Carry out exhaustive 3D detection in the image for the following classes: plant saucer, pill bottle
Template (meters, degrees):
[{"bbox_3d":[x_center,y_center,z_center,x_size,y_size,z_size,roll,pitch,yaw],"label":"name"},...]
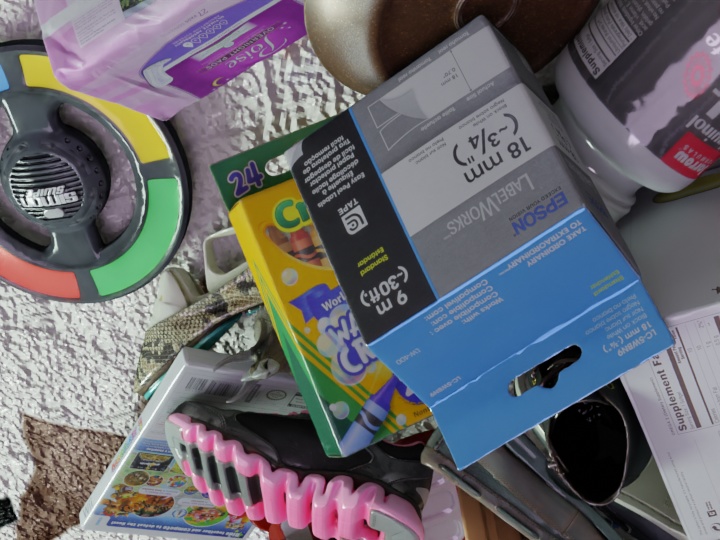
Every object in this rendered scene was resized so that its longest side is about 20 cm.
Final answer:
[{"bbox_3d":[0.067,-0.160,0.775,0.198,0.037,0.202,-16,144,-12],"label":"plant saucer"},{"bbox_3d":[0.183,-0.117,0.788,0.110,0.111,0.200,38,114,-13],"label":"pill bottle"},{"bbox_3d":[0.111,0.228,0.972,0.037,0.201,0.202,-15,118,8],"label":"plant saucer"}]

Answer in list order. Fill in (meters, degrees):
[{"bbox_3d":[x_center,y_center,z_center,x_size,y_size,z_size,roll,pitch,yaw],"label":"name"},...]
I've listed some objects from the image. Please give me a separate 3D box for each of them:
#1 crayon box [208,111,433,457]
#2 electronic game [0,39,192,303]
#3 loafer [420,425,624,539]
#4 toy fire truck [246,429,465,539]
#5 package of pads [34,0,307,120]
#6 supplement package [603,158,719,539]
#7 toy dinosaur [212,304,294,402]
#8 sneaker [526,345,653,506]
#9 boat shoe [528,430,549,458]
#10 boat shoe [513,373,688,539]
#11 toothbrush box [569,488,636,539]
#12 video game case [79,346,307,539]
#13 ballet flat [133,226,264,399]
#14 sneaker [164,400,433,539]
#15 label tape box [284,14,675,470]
[{"bbox_3d":[0.000,0.000,0.858,0.124,0.052,0.202,-23,89,-16],"label":"crayon box"},{"bbox_3d":[-0.213,-0.064,0.947,0.197,0.042,0.202,5,122,7],"label":"electronic game"},{"bbox_3d":[0.123,0.170,0.893,0.063,0.072,0.200,-43,83,-5],"label":"loafer"},{"bbox_3d":[0.009,0.216,1.037,0.166,0.113,0.202,-17,131,-1],"label":"toy fire truck"},{"bbox_3d":[-0.083,-0.171,0.809,0.198,0.120,0.077,-27,71,24],"label":"package of pads"},{"bbox_3d":[0.225,0.032,0.827,0.110,0.201,0.157,-18,115,20],"label":"supplement package"},{"bbox_3d":[-0.009,0.053,0.949,0.101,0.078,0.199,-21,158,25],"label":"toy dinosaur"},{"bbox_3d":[0.122,0.035,0.801,0.074,0.106,0.202,-25,86,15],"label":"sneaker"},{"bbox_3d":[0.157,0.039,0.925,0.067,0.072,0.203,-3,112,-11],"label":"boat shoe"},{"bbox_3d":[0.174,0.133,0.899,0.198,0.075,0.066,33,149,-3],"label":"boat shoe"},{"bbox_3d":[0.227,0.217,1.008,0.143,0.086,0.202,1,122,11],"label":"toothbrush box"},{"bbox_3d":[-0.110,0.138,1.022,0.142,0.018,0.201,12,130,-31],"label":"video game case"},{"bbox_3d":[-0.096,0.013,0.967,0.199,0.068,0.076,-32,89,20],"label":"ballet flat"},{"bbox_3d":[-0.038,0.128,0.947,0.198,0.096,0.080,20,141,10],"label":"sneaker"},{"bbox_3d":[0.061,-0.016,0.747,0.143,0.202,0.063,-33,153,16],"label":"label tape box"}]
